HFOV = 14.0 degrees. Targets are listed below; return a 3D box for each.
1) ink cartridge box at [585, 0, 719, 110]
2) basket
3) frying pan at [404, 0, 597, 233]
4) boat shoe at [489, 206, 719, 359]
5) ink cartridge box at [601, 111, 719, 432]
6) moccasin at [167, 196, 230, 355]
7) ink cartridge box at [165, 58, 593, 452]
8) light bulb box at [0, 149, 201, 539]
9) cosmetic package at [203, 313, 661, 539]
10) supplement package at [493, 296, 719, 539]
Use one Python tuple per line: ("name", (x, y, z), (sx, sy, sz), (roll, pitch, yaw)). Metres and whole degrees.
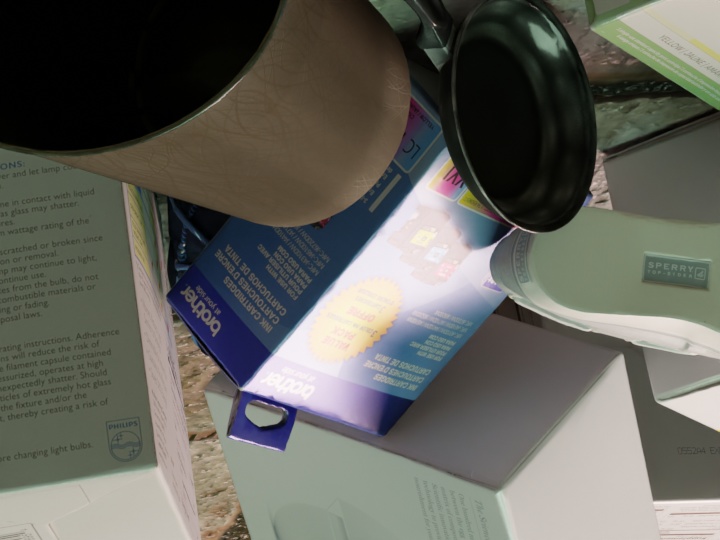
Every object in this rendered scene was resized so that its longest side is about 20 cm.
("ink cartridge box", (0.220, -0.143, 1.346), (0.200, 0.048, 0.146), (-19, 157, 27))
("basket", (-0.067, -0.092, 1.221), (0.180, 0.136, 0.200), (0, 170, 25))
("frying pan", (0.048, -0.080, 1.335), (0.031, 0.115, 0.190), (-10, 163, 38))
("boat shoe", (0.158, 0.012, 1.443), (0.200, 0.072, 0.069), (5, 176, -22))
("ink cartridge box", (0.249, 0.004, 1.597), (0.146, 0.147, 0.200), (-21, 156, 25))
("moccasin", (-0.059, -0.012, 1.515), (0.080, 0.068, 0.200), (-9, 159, -5))
("ink cartridge box", (0.000, 0.000, 1.450), (0.200, 0.076, 0.136), (-48, 147, 14))
("light bulb box", (-0.155, 0.038, 1.414), (0.125, 0.200, 0.198), (-9, 159, 0))
("cosmetic package", (0.048, 0.127, 1.599), (0.200, 0.123, 0.199), (18, 138, 36))
("supplement package", (0.172, 0.084, 1.754), (0.200, 0.156, 0.111), (2, 155, -29))
